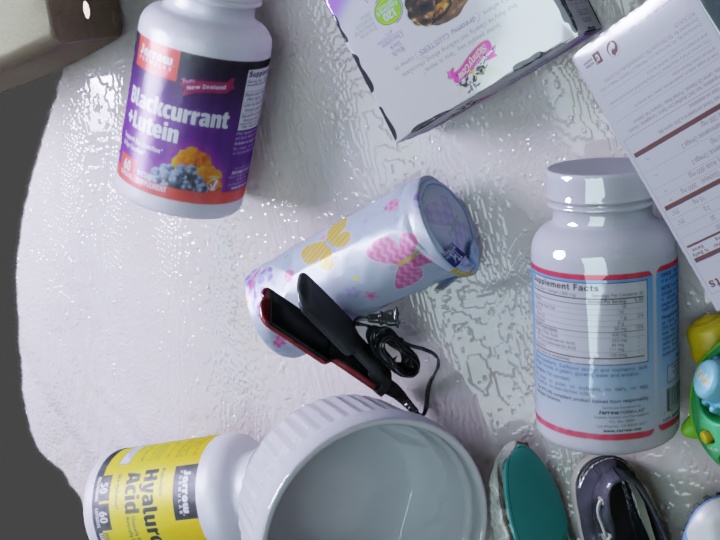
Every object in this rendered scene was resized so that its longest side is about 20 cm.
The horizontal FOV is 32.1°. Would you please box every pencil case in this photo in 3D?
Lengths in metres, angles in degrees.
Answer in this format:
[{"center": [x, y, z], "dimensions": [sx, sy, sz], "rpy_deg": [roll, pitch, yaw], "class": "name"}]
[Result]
[{"center": [0.000, 0.000, 1.016], "dimensions": [0.198, 0.084, 0.091], "rpy_deg": [-26, 135, 28], "class": "pencil case"}]

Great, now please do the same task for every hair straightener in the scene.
[{"center": [0.007, 0.062, 0.992], "dimensions": [0.076, 0.041, 0.200], "rpy_deg": [-23, 134, 27], "class": "hair straightener"}]

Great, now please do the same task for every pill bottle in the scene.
[{"center": [0.179, 0.024, 0.919], "dimensions": [0.107, 0.109, 0.204], "rpy_deg": [2, 104, 25], "class": "pill bottle"}, {"center": [-0.141, 0.206, 1.122], "dimensions": [0.197, 0.111, 0.113], "rpy_deg": [-12, 98, 27], "class": "pill bottle"}, {"center": [-0.133, -0.154, 1.022], "dimensions": [0.110, 0.111, 0.203], "rpy_deg": [20, 111, 20], "class": "pill bottle"}]

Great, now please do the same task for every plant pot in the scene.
[{"center": [-0.314, -0.249, 1.052], "dimensions": [0.174, 0.200, 0.203], "rpy_deg": [-6, 101, 14], "class": "plant pot"}]

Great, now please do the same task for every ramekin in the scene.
[{"center": [-0.006, 0.197, 1.011], "dimensions": [0.105, 0.197, 0.204], "rpy_deg": [-151, 57, -62], "class": "ramekin"}]

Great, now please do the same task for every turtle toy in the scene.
[{"center": [0.317, 0.091, 0.874], "dimensions": [0.198, 0.101, 0.148], "rpy_deg": [-20, 94, 29], "class": "turtle toy"}]

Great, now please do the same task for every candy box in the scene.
[{"center": [0.059, -0.225, 0.933], "dimensions": [0.166, 0.071, 0.202], "rpy_deg": [-27, 90, 29], "class": "candy box"}]

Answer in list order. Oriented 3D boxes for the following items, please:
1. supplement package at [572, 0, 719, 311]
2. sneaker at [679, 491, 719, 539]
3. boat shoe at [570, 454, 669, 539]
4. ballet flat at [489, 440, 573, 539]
[{"center": [0.256, -0.097, 0.826], "dimensions": [0.202, 0.116, 0.117], "rpy_deg": [59, 144, 1], "class": "supplement package"}, {"center": [0.287, 0.264, 0.944], "dimensions": [0.071, 0.072, 0.203], "rpy_deg": [-14, 105, -11], "class": "sneaker"}, {"center": [0.215, 0.243, 0.972], "dimensions": [0.072, 0.063, 0.203], "rpy_deg": [-18, 94, -9], "class": "boat shoe"}, {"center": [0.143, 0.239, 1.021], "dimensions": [0.071, 0.072, 0.202], "rpy_deg": [-23, 93, 29], "class": "ballet flat"}]
